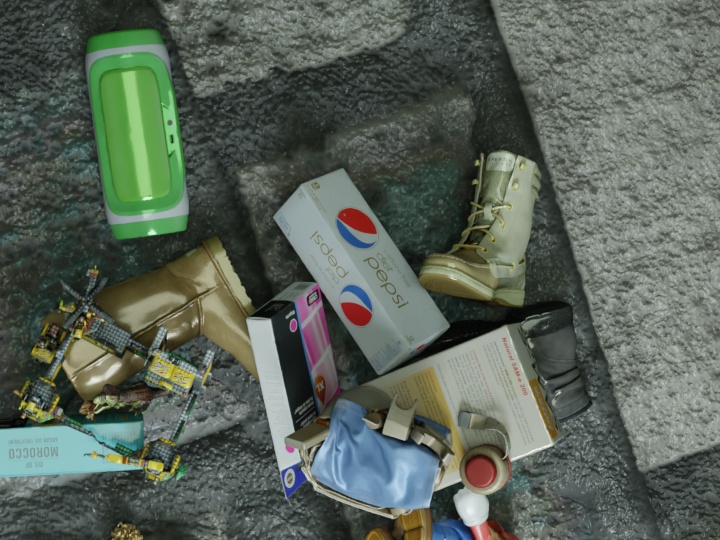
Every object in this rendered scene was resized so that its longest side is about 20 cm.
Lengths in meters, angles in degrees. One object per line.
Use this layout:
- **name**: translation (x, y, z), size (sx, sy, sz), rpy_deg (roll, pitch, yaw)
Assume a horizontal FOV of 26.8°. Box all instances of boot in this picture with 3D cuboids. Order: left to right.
- **boot**: translation (-0.198, 0.079, 1.542), size (0.199, 0.066, 0.176), rpy_deg (-29, 89, -5)
- **boot**: translation (0.125, -0.046, 1.530), size (0.072, 0.200, 0.156), rpy_deg (11, 89, 28)
- **boot**: translation (0.144, 0.117, 1.595), size (0.198, 0.070, 0.133), rpy_deg (-11, 101, -3)

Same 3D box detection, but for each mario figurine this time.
- **mario figurine**: translation (0.090, 0.275, 1.561), size (0.199, 0.123, 0.107), rpy_deg (23, 72, -46)

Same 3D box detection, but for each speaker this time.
- **speaker**: translation (-0.223, -0.136, 1.512), size (0.088, 0.088, 0.202), rpy_deg (-8, 94, -8)

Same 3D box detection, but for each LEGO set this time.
- **LEGO set**: translation (-0.229, 0.106, 1.436), size (0.199, 0.116, 0.154), rpy_deg (34, 73, 2)

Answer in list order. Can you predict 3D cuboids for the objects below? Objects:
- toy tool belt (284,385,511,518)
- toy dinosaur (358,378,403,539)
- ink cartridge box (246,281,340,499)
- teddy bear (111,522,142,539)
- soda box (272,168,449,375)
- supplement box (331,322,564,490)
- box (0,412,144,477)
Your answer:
- **toy tool belt**: translation (0.036, 0.178, 1.428), size (0.198, 0.123, 0.126), rpy_deg (12, 94, 16)
- **toy dinosaur**: translation (0.045, 0.211, 1.595), size (0.105, 0.060, 0.202), rpy_deg (-12, 86, 13)
- **ink cartridge box**: translation (-0.060, 0.121, 1.526), size (0.037, 0.095, 0.202), rpy_deg (3, 113, 30)
- **teddy bear**: translation (-0.253, 0.336, 1.549), size (0.198, 0.067, 0.146), rpy_deg (-16, 86, -1)
- **soda box**: translation (0.000, 0.000, 1.526), size (0.068, 0.064, 0.201), rpy_deg (-25, 77, -43)
- **supplement box**: translation (0.088, 0.147, 1.515), size (0.199, 0.073, 0.127), rpy_deg (-23, 84, 16)
- **box**: translation (-0.316, 0.175, 1.515), size (0.198, 0.082, 0.050), rpy_deg (-2, 91, -9)
